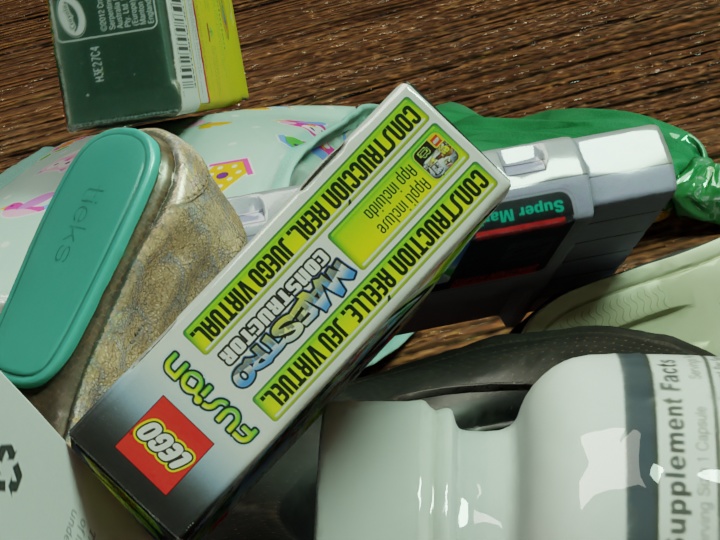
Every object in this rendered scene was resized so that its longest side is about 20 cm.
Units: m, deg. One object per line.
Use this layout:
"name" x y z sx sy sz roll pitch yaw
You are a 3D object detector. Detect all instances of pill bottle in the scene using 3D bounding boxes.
"pill bottle" 0.088 0.081 0.655 0.199 0.120 0.120 2 18 2

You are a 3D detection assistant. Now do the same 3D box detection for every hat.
"hat" 0.033 0.086 0.827 0.199 0.081 0.201 -7 19 3

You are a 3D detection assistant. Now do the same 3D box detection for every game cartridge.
"game cartridge" 0.000 0.000 0.928 0.199 0.039 0.130 -11 -12 -12

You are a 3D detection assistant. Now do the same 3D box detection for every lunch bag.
"lunch bag" -0.079 0.007 1.099 0.169 0.123 0.200 -8 12 16

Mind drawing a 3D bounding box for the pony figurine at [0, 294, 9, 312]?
"pony figurine" -0.184 0.088 0.864 0.192 0.167 0.201 11 40 -13

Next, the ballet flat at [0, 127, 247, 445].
"ballet flat" -0.092 0.054 0.796 0.068 0.067 0.201 22 74 44

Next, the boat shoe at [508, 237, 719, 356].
"boat shoe" 0.143 0.019 0.978 0.199 0.072 0.068 -12 -10 -13

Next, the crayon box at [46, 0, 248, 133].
"crayon box" -0.091 -0.126 1.139 0.050 0.128 0.200 -9 3 7

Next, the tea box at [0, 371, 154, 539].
"tea box" -0.157 0.136 0.585 0.196 0.134 0.201 -7 51 27

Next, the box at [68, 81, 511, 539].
"box" -0.024 0.024 0.682 0.110 0.035 0.200 -47 -2 -10

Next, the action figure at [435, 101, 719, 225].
"action figure" 0.089 -0.044 1.242 0.199 0.055 0.118 9 25 36
